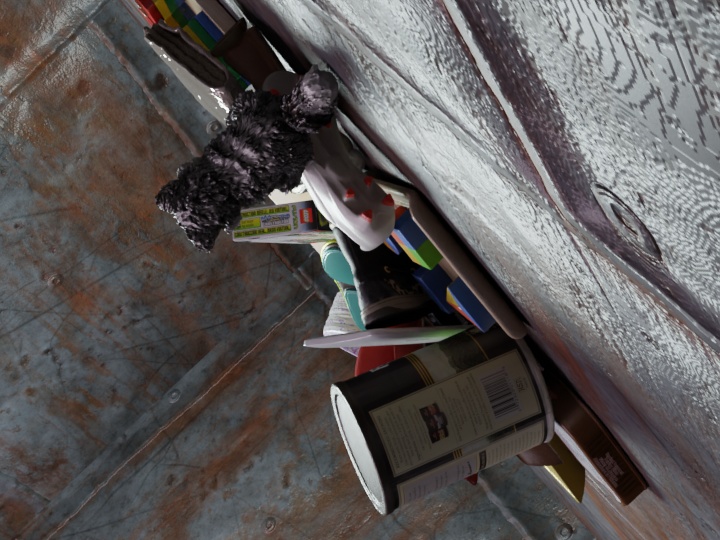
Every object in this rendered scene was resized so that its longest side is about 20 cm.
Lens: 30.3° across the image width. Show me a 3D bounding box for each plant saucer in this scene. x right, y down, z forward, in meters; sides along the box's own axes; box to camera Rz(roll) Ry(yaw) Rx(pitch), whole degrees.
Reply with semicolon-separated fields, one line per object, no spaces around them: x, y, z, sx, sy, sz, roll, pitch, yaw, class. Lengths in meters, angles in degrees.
0.162;0.170;1.605;0.200;0.037;0.200;46;178;2;plant saucer
0.246;0.223;1.932;0.200;0.048;0.200;45;176;41;plant saucer

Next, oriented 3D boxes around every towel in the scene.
-0.145;-0.184;1.364;0.200;0.034;0.133;42;175;47;towel

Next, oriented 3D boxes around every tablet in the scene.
0.049;0.073;1.481;0.198;0.014;0.129;-1;173;-41;tablet

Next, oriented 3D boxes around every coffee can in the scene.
0.086;0.152;1.412;0.146;0.198;0.148;159;90;-78;coffee can

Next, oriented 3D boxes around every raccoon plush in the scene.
-0.110;-0.106;1.193;0.097;0.134;0.200;41;149;7;raccoon plush

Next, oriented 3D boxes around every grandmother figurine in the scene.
-0.071;-0.169;1.381;0.200;0.060;0.122;46;-155;-15;grandmother figurine

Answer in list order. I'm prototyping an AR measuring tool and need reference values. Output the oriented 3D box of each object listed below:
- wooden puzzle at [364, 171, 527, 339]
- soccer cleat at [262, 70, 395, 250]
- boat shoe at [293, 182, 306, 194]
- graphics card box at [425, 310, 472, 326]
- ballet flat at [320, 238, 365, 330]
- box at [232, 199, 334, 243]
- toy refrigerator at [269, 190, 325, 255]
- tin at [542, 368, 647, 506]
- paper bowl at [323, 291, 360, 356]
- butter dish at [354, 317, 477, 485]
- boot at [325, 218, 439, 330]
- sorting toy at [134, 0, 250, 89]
0.073;-0.012;1.358;0.186;0.046;0.200;49;178;-18;wooden puzzle
-0.038;-0.105;1.301;0.201;0.069;0.078;55;155;13;soccer cleat
-0.056;-0.135;1.552;0.074;0.074;0.200;59;166;-18;boat shoe
0.135;0.079;1.631;0.200;0.051;0.125;49;177;0;graphics card box
0.000;0.000;1.583;0.066;0.068;0.201;10;151;20;ballet flat
-0.056;-0.055;1.552;0.199;0.109;0.035;0;-96;-67;box
-0.018;-0.057;1.705;0.200;0.076;0.070;50;137;-12;toy refrigerator
0.249;0.186;1.472;0.200;0.042;0.112;50;-179;-35;tin
0.055;0.076;1.861;0.198;0.106;0.201;21;168;4;paper bowl
0.051;0.166;1.689;0.200;0.146;0.202;48;-150;-39;butter dish
0.037;-0.019;1.480;0.199;0.073;0.152;-12;-104;-58;boot
-0.193;-0.280;1.577;0.200;0.069;0.199;48;178;5;sorting toy
